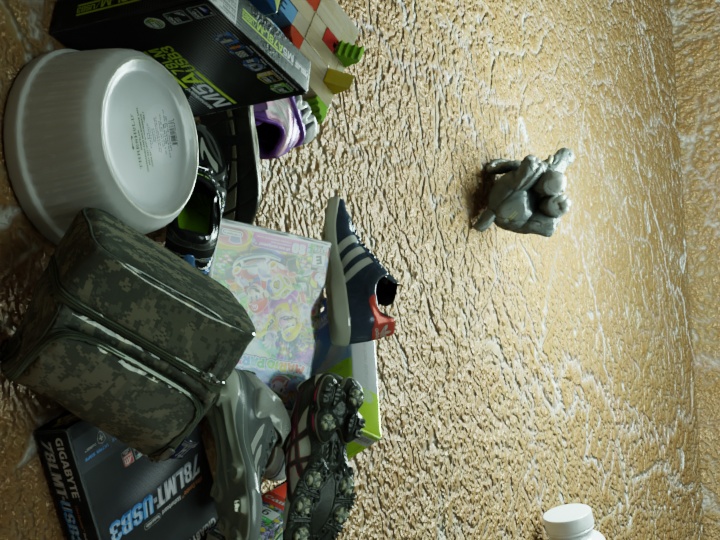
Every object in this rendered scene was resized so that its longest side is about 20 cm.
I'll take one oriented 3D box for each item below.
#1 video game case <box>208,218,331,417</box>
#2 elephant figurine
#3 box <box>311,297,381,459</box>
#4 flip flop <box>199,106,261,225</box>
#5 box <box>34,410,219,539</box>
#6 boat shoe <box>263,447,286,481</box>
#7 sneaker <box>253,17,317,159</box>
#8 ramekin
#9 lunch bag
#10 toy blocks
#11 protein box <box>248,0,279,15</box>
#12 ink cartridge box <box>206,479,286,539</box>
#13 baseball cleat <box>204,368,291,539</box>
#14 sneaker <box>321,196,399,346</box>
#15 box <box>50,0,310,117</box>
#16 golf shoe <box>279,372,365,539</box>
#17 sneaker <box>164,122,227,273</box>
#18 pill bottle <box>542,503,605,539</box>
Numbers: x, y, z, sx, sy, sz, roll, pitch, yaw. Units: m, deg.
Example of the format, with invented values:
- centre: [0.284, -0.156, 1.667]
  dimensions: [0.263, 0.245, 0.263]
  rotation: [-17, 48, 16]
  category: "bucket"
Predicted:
- centre: [-0.113, 0.055, 1.604]
  dimensions: [0.142, 0.018, 0.203]
  rotation: [12, 84, -26]
  category: "video game case"
- centre: [0.272, -0.134, 2.374]
  dimensions: [0.200, 0.153, 0.143]
  rotation: [-91, -159, -70]
  category: "elephant figurine"
- centre: [-0.036, 0.130, 1.688]
  dimensions: [0.047, 0.122, 0.202]
  rotation: [28, 43, -33]
  category: "box"
- centre: [-0.150, -0.126, 1.644]
  dimensions: [0.058, 0.080, 0.203]
  rotation: [53, 34, -77]
  category: "flip flop"
- centre: [-0.224, 0.213, 1.449]
  dimensions: [0.200, 0.049, 0.201]
  rotation: [-34, 113, -58]
  category: "box"
- centre: [-0.116, 0.138, 1.644]
  dimensions: [0.065, 0.071, 0.203]
  rotation: [4, 82, -51]
  category: "boat shoe"
- centre: [-0.123, -0.214, 1.708]
  dimensions: [0.089, 0.080, 0.202]
  rotation: [-50, 127, -38]
  category: "sneaker"
- centre: [-0.246, -0.124, 1.423]
  dimensions: [0.200, 0.104, 0.203]
  rotation: [23, 63, -58]
  category: "ramekin"
- centre: [-0.215, 0.067, 1.338]
  dimensions: [0.199, 0.169, 0.139]
  rotation: [32, 9, -24]
  category: "lunch bag"
- centre: [-0.077, -0.292, 1.803]
  dimensions: [0.137, 0.099, 0.201]
  rotation: [48, 43, -31]
  category: "toy blocks"
- centre: [-0.201, -0.353, 1.457]
  dimensions: [0.199, 0.198, 0.136]
  rotation: [49, 43, -45]
  category: "protein box"
- centre: [-0.109, 0.309, 1.590]
  dimensions: [0.200, 0.050, 0.110]
  rotation: [-24, 132, -61]
  category: "ink cartridge box"
- centre: [-0.111, 0.194, 1.520]
  dimensions: [0.106, 0.070, 0.202]
  rotation: [8, 61, -39]
  category: "baseball cleat"
- centre: [0.000, 0.000, 1.677]
  dimensions: [0.075, 0.083, 0.202]
  rotation: [99, -13, -55]
  category: "sneaker"
- centre: [-0.180, -0.227, 1.478]
  dimensions: [0.200, 0.191, 0.048]
  rotation: [39, 49, -53]
  category: "box"
- centre: [-0.050, 0.212, 1.571]
  dimensions: [0.077, 0.088, 0.203]
  rotation: [20, 78, -33]
  category: "golf shoe"
- centre: [-0.171, -0.083, 1.538]
  dimensions: [0.083, 0.070, 0.201]
  rotation: [115, -19, -46]
  category: "sneaker"
- centre: [0.360, 0.496, 2.397]
  dimensions: [0.111, 0.110, 0.203]
  rotation: [-26, 106, -60]
  category: "pill bottle"
